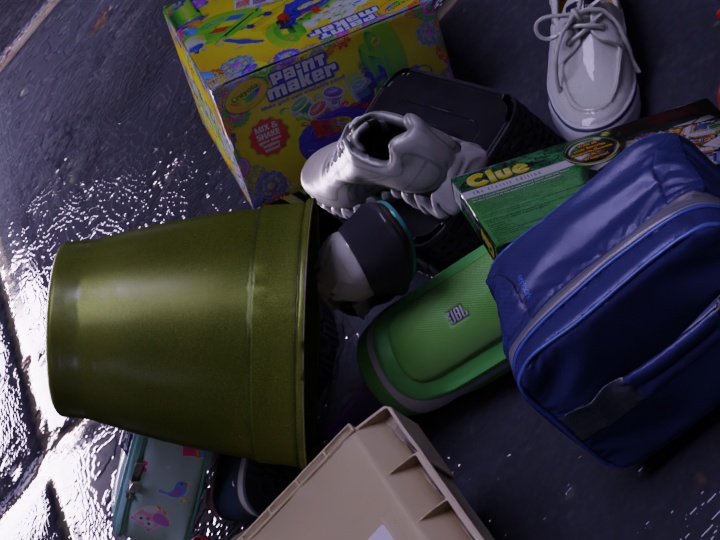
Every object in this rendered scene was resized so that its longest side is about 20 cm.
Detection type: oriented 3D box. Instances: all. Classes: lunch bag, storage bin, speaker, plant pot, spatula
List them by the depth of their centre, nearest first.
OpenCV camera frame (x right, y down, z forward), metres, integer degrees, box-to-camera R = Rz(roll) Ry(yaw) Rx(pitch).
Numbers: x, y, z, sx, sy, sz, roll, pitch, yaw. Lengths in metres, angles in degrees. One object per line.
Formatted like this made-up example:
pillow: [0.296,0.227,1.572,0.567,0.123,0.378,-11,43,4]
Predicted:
lunch bag: [0.191,0.021,1.339,0.200,0.136,0.133,-41,33,19]
storage bin: [0.012,0.228,1.375,0.199,0.094,0.200,-46,46,10]
speaker: [0.091,0.030,1.520,0.199,0.088,0.089,-34,36,31]
plant pot: [-0.130,0.046,1.546,0.191,0.201,0.202,1,47,1]
spatula: [-0.026,0.170,1.582,0.020,0.056,0.201,25,90,35]
storage bin: [0.070,-0.069,1.641,0.136,0.094,0.200,-57,30,-5]
lunch bag: [-0.154,0.124,1.710,0.201,0.076,0.161,-82,10,-58]

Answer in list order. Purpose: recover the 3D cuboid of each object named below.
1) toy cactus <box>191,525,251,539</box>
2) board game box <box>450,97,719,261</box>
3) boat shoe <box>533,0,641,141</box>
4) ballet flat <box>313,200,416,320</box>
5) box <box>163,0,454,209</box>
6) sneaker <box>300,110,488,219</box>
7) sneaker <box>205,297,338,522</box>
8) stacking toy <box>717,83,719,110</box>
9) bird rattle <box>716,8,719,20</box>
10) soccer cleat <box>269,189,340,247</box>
toy cactus: [-0.121,0.245,1.584,0.165,0.102,0.201,-41,-20,-31]
board game box: [0.171,-0.063,1.456,0.198,0.024,0.105,-17,35,-6]
boat shoe: [0.174,-0.185,1.601,0.074,0.086,0.203,-8,43,14]
ballet flat: [0.000,0.000,1.543,0.073,0.073,0.200,-59,-2,-9]
box: [-0.042,-0.178,1.796,0.198,0.123,0.193,-22,31,-6]
sneaker: [0.010,-0.086,1.574,0.199,0.081,0.076,-2,60,56]
sneaker: [-0.079,0.110,1.695,0.082,0.070,0.201,-19,44,47]
stacking toy: [0.300,-0.106,1.376,0.086,0.085,0.200,-57,26,-6]
bird rattle: [0.314,-0.237,1.500,0.202,0.112,0.163,-68,19,3]
soccer cleat: [-0.040,-0.058,1.801,0.081,0.068,0.201,-24,40,22]
